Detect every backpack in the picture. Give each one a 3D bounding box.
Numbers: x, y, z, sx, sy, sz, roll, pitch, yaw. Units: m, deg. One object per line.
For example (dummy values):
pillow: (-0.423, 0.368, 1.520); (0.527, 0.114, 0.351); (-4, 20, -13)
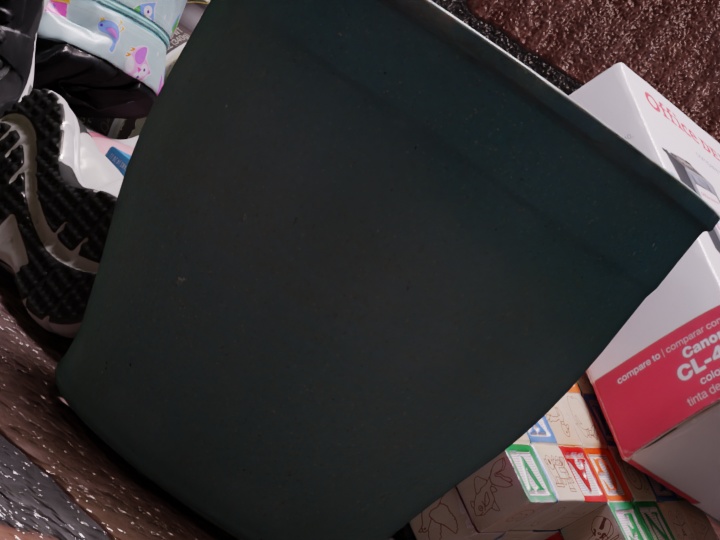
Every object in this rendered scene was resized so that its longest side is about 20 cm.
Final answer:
backpack: (-0.189, -0.146, 1.182); (0.199, 0.127, 0.167); (8, -5, 30)

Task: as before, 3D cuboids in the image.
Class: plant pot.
plant pot: (-0.005, 0.001, 0.816); (0.200, 0.188, 0.200); (34, 4, -3)

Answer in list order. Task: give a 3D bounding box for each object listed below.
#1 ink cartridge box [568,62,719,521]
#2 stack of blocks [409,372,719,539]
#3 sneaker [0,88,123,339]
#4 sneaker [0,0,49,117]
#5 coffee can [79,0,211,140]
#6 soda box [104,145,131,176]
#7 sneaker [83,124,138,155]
ink cartridge box: (0.163, 0.015, 1.134); (0.148, 0.086, 0.200); (30, 34, -50)
stack of blocks: (0.088, 0.096, 1.059); (0.200, 0.059, 0.115); (11, 50, -60)
sneaker: (-0.118, -0.010, 0.960); (0.080, 0.074, 0.200); (42, 6, -36)
sneaker: (-0.174, -0.142, 1.048); (0.076, 0.200, 0.088); (21, -21, 3)
coffee can: (-0.156, -0.125, 1.392); (0.200, 0.147, 0.146); (37, 4, 34)
soda box: (-0.052, 0.027, 0.984); (0.200, 0.068, 0.064); (38, 4, 37)
sneaker: (-0.098, -0.026, 1.205); (0.105, 0.075, 0.200); (32, 10, 18)
